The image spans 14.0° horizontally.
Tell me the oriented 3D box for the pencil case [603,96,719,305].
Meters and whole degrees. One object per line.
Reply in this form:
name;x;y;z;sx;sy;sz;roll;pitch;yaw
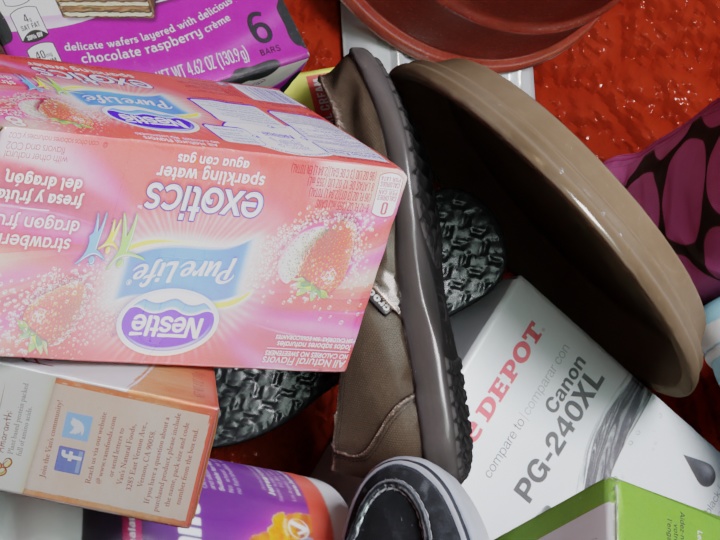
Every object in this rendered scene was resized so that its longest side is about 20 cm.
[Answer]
pencil case;0.167;-0.037;1.374;0.091;0.200;0.094;-29;87;-30

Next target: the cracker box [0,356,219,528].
cracker box;-0.161;0.038;1.189;0.199;0.134;0.058;12;105;-9

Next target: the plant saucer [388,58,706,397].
plant saucer;0.089;-0.024;1.329;0.029;0.200;0.200;-42;103;-8

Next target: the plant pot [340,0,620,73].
plant pot;0.096;-0.206;1.336;0.200;0.195;0.202;4;81;-27

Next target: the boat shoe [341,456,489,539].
boat shoe;0.009;0.164;1.181;0.068;0.071;0.201;39;49;-53

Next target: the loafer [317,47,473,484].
loafer;0.000;0.000;1.283;0.071;0.073;0.201;-10;77;8

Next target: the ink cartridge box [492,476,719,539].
ink cartridge box;0.085;0.208;1.195;0.075;0.148;0.201;20;54;-30

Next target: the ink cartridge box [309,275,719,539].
ink cartridge box;0.087;0.120;1.371;0.200;0.083;0.146;41;67;-17

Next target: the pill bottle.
pill bottle;-0.110;0.129;1.249;0.199;0.111;0.112;12;77;-26

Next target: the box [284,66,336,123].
box;-0.087;-0.040;1.321;0.199;0.050;0.076;-11;86;-29

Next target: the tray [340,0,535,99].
tray;0.040;-0.164;1.424;0.107;0.022;0.201;1;82;-29

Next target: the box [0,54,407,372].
box;-0.095;-0.023;1.176;0.199;0.102;0.095;4;110;-40

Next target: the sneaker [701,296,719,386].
sneaker;0.221;0.079;1.399;0.200;0.079;0.131;19;47;-66

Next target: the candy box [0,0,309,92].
candy box;-0.127;-0.149;1.280;0.136;0.061;0.201;-20;75;-30

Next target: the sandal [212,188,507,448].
sandal;-0.026;0.025;1.337;0.199;0.045;0.075;-24;87;-11
